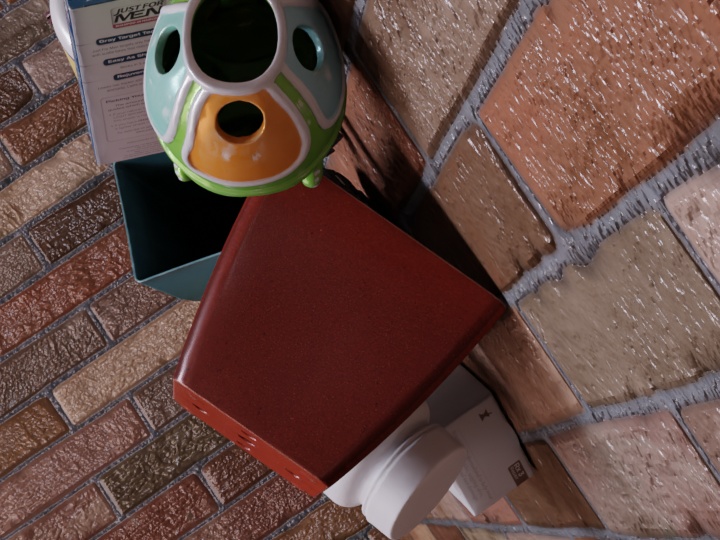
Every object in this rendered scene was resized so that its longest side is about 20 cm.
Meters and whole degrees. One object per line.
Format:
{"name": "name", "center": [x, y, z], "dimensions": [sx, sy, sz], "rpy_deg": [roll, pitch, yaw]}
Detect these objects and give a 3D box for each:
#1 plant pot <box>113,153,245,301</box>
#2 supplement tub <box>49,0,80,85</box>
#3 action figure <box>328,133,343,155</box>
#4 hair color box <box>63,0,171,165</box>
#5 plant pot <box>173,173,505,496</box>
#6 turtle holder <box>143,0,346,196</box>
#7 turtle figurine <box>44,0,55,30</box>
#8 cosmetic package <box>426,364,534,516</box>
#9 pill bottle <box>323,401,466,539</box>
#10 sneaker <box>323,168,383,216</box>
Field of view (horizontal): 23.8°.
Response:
{"name": "plant pot", "center": [-0.150, -0.048, 1.840], "dimensions": [0.200, 0.140, 0.142], "rpy_deg": [38, -145, -66]}
{"name": "supplement tub", "center": [-0.184, -0.203, 1.481], "dimensions": [0.146, 0.145, 0.200], "rpy_deg": [54, 172, 11]}
{"name": "action figure", "center": [-0.087, -0.169, 1.321], "dimensions": [0.201, 0.069, 0.130], "rpy_deg": [60, 177, -6]}
{"name": "hair color box", "center": [-0.168, -0.167, 1.295], "dimensions": [0.200, 0.099, 0.061], "rpy_deg": [95, 160, -61]}
{"name": "plant pot", "center": [-0.037, 0.055, 1.266], "dimensions": [0.199, 0.177, 0.200], "rpy_deg": [35, 167, 1]}
{"name": "turtle holder", "center": [-0.071, -0.148, 1.139], "dimensions": [0.140, 0.187, 0.132], "rpy_deg": [22, 166, 8]}
{"name": "turtle figurine", "center": [-0.353, -0.341, 2.165], "dimensions": [0.201, 0.100, 0.150], "rpy_deg": [61, 173, 9]}
{"name": "cosmetic package", "center": [0.069, 0.127, 1.544], "dimensions": [0.102, 0.074, 0.200], "rpy_deg": [60, 173, -27]}
{"name": "pill bottle", "center": [-0.015, 0.121, 1.413], "dimensions": [0.200, 0.114, 0.114], "rpy_deg": [39, 167, 20]}
{"name": "sneaker", "center": [0.000, 0.000, 1.430], "dimensions": [0.074, 0.079, 0.201], "rpy_deg": [50, 168, 49]}
